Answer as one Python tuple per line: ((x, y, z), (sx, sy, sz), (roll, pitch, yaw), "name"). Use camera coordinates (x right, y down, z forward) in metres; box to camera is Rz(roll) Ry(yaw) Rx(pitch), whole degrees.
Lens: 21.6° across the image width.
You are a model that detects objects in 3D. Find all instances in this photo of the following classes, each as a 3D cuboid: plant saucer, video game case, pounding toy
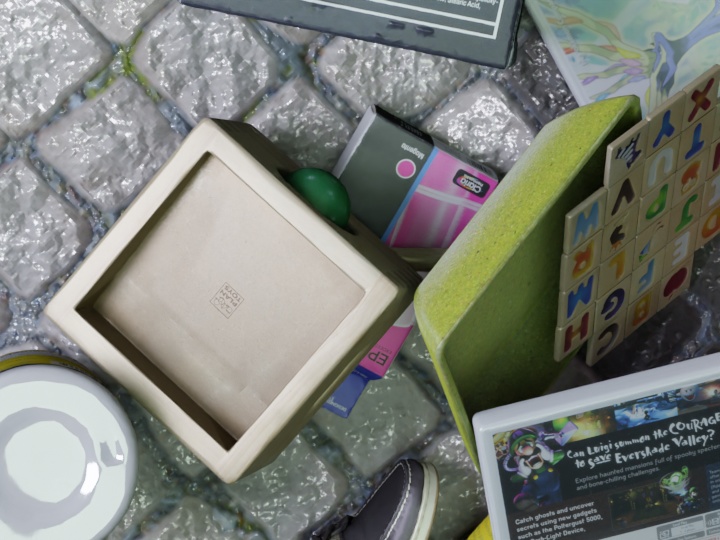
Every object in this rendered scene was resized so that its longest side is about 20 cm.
((0.102, 0.004, 1.166), (0.048, 0.200, 0.200), (32, 73, 24), "plant saucer")
((0.216, -0.160, 1.213), (0.182, 0.022, 0.200), (-30, 107, 5), "video game case")
((-0.046, 0.009, 1.167), (0.184, 0.142, 0.200), (42, 99, 7), "pounding toy")
((0.179, 0.145, 1.179), (0.200, 0.023, 0.182), (-13, 117, -4), "video game case")

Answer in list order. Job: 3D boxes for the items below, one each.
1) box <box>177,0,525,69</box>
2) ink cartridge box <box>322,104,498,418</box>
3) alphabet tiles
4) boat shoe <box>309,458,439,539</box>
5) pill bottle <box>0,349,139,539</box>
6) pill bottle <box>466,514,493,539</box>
((0.011, -0.242, 1.113), (0.200, 0.123, 0.199), (12, 106, -3), "box")
((0.000, 0.000, 1.239), (0.095, 0.037, 0.200), (28, 105, -12), "ink cartridge box")
((0.182, -0.030, 1.180), (0.166, 0.006, 0.200), (-36, 146, -27), "alphabet tiles")
((-0.015, 0.209, 1.283), (0.065, 0.072, 0.200), (26, 109, -17), "boat shoe")
((-0.199, 0.108, 1.159), (0.114, 0.200, 0.115), (0, 91, -12), "pill bottle")
((0.140, 0.187, 1.267), (0.111, 0.111, 0.200), (38, 101, -14), "pill bottle")
